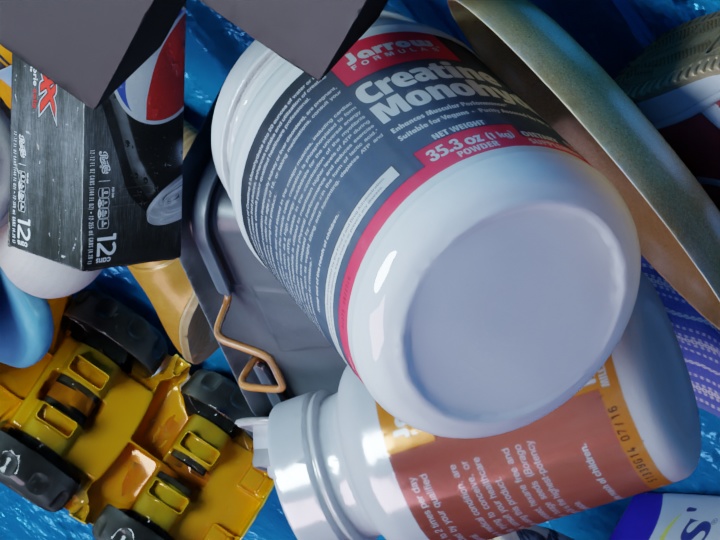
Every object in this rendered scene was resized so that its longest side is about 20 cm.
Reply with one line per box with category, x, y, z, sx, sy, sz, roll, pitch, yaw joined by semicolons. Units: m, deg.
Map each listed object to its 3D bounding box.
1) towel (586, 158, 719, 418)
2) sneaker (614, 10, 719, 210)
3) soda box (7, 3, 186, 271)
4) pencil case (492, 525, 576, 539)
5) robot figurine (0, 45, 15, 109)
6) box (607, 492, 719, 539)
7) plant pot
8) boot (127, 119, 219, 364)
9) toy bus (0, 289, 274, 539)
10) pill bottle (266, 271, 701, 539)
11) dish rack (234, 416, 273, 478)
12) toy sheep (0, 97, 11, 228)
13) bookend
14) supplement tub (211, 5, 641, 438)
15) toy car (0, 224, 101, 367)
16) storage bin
towel;0.136;0.006;1.490;0.144;0.024;0.200;19;150;32
sneaker;0.199;-0.060;1.249;0.113;0.071;0.200;48;159;-16
soda box;-0.130;-0.105;1.445;0.071;0.063;0.201;17;110;48
pencil case;0.090;0.188;1.688;0.089;0.078;0.200;-30;153;21
robot figurine;-0.197;-0.176;1.485;0.058;0.145;0.200;-20;127;21
box;0.202;0.226;1.593;0.200;0.184;0.105;-3;136;51
plant pot;0.113;-0.054;1.312;0.200;0.027;0.200;50;179;2
boot;-0.134;-0.042;1.696;0.144;0.071;0.202;31;149;21
toy bus;-0.161;0.116;1.927;0.200;0.136;0.192;34;167;-2
pill bottle;0.060;0.077;1.452;0.199;0.112;0.112;-19;130;16
dish rack;0.038;0.106;1.600;0.199;0.044;0.172;0;172;7
toy sheep;-0.233;-0.080;1.599;0.138;0.138;0.200;43;-168;-14
bookend;-0.068;-0.148;1.309;0.200;0.092;0.199;34;126;3
supplement tub;0.025;-0.028;1.330;0.200;0.140;0.141;49;172;50
toy car;-0.257;-0.001;1.766;0.200;0.151;0.175;17;168;-39
storage bin;0.000;0.000;1.530;0.134;0.146;0.200;9;145;26
